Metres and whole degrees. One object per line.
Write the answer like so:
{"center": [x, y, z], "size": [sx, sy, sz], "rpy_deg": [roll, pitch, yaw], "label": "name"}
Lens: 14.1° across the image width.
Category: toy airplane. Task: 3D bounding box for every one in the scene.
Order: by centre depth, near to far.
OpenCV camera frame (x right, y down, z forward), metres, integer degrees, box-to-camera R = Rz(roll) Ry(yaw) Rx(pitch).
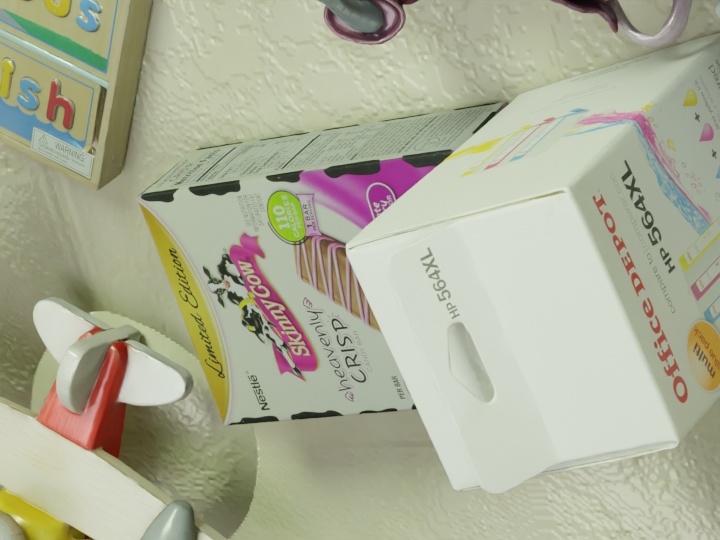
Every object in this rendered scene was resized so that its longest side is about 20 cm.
{"center": [-0.171, 0.119, 1.575], "size": [0.199, 0.141, 0.200], "rpy_deg": [-16, 106, 38], "label": "toy airplane"}

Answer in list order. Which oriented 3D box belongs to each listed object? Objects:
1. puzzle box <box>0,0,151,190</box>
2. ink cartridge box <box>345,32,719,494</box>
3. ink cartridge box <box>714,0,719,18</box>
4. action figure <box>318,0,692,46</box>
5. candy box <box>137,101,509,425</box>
{"center": [-0.202, -0.141, 1.524], "size": [0.199, 0.025, 0.134], "rpy_deg": [26, 126, 18], "label": "puzzle box"}
{"center": [0.099, 0.001, 1.296], "size": [0.125, 0.200, 0.129], "rpy_deg": [-15, 107, 37], "label": "ink cartridge box"}
{"center": [0.245, -0.078, 1.191], "size": [0.196, 0.043, 0.200], "rpy_deg": [44, 169, 4], "label": "ink cartridge box"}
{"center": [0.039, -0.164, 1.332], "size": [0.148, 0.135, 0.199], "rpy_deg": [22, 158, -34], "label": "action figure"}
{"center": [0.000, 0.000, 1.451], "size": [0.199, 0.061, 0.137], "rpy_deg": [-7, 112, 36], "label": "candy box"}
